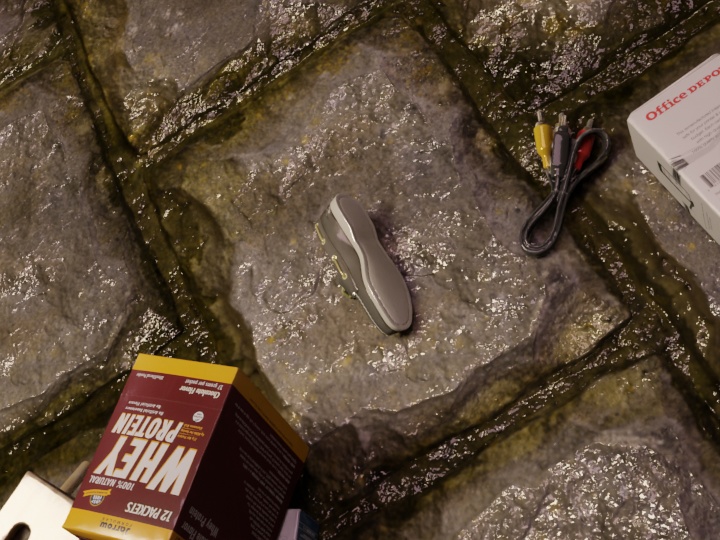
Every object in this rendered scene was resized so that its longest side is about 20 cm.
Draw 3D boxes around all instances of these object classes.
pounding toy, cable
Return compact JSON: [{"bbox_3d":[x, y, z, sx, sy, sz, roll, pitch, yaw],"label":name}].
[{"bbox_3d":[-0.345,0.309,1.271,0.141,0.184,0.201,26,73,20],"label":"pounding toy"},{"bbox_3d":[0.252,-0.106,1.411,0.096,0.050,0.202,9,77,9],"label":"cable"}]

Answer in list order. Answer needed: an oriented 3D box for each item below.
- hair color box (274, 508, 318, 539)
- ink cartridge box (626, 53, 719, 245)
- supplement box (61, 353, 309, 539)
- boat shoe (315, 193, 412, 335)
[{"bbox_3d":[-0.112,0.372,1.266,0.099,0.061,0.202,-5,59,22],"label":"hair color box"},{"bbox_3d":[0.426,-0.134,1.309,0.145,0.084,0.201,-33,53,2],"label":"ink cartridge box"},{"bbox_3d":[-0.179,0.229,1.220,0.132,0.198,0.201,5,60,27],"label":"supplement box"},{"bbox_3d":[0.002,0.000,1.431,0.060,0.072,0.203,-42,60,31],"label":"boat shoe"}]
